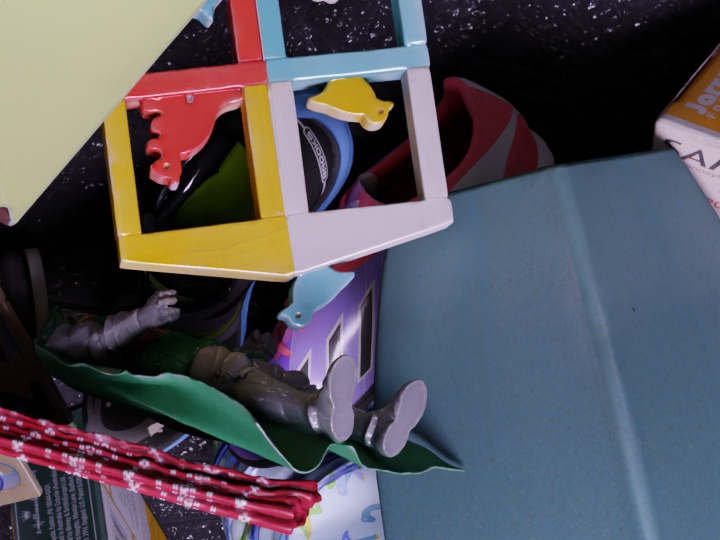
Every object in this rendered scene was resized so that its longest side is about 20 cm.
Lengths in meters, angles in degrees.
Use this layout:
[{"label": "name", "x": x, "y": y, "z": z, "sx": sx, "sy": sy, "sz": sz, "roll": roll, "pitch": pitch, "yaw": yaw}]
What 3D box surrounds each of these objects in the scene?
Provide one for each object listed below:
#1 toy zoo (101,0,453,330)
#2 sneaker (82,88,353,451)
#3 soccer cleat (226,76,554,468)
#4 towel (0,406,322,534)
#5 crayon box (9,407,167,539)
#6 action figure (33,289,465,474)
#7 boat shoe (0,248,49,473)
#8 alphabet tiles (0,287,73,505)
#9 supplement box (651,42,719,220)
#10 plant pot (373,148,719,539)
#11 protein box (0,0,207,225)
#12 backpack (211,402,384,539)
[{"label": "toy zoo", "x": -0.038, "y": -0.077, "z": 0.799, "sx": 0.130, "sy": 0.202, "sz": 0.020, "roll": -6, "pitch": 173, "yaw": -9}, {"label": "sneaker", "x": -0.078, "y": 0.002, "z": 0.911, "sx": 0.082, "sy": 0.071, "sz": 0.200, "roll": -15, "pitch": 143, "yaw": -56}, {"label": "soccer cleat", "x": 0.000, "y": 0.000, "z": 0.924, "sx": 0.200, "sy": 0.068, "sz": 0.073, "roll": -47, "pitch": 135, "yaw": 1}, {"label": "towel", "x": -0.112, "y": 0.071, "z": 0.838, "sx": 0.198, "sy": 0.023, "sz": 0.145, "roll": 15, "pitch": 173, "yaw": 0}, {"label": "crayon box", "x": -0.116, "y": 0.182, "z": 1.043, "sx": 0.051, "sy": 0.126, "sz": 0.201, "roll": -20, "pitch": 134, "yaw": 4}, {"label": "action figure", "x": -0.066, "y": 0.042, "z": 0.828, "sx": 0.118, "sy": 0.199, "sz": 0.055, "roll": 24, "pitch": 80, "yaw": -47}, {"label": "boat shoe", "x": -0.189, "y": 0.068, "z": 0.956, "sx": 0.062, "sy": 0.073, "sz": 0.201, "roll": 4, "pitch": 135, "yaw": -23}, {"label": "alphabet tiles", "x": -0.234, "y": 0.050, "z": 0.917, "sx": 0.198, "sy": 0.006, "sz": 0.167, "roll": -15, "pitch": 120, "yaw": 20}, {"label": "supplement box", "x": 0.183, "y": -0.013, "z": 0.942, "sx": 0.073, "sy": 0.126, "sz": 0.201, "roll": 23, "pitch": 138, "yaw": 23}, {"label": "plant pot", "x": 0.092, "y": 0.059, "z": 0.843, "sx": 0.141, "sy": 0.202, "sz": 0.141, "roll": -12, "pitch": 179, "yaw": 41}, {"label": "protein box", "x": -0.120, "y": -0.168, "z": 0.667, "sx": 0.134, "sy": 0.201, "sz": 0.199, "roll": 27, "pitch": 120, "yaw": -34}, {"label": "backpack", "x": 0.025, "y": 0.087, "z": 1.000, "sx": 0.198, "sy": 0.155, "sz": 0.164, "roll": -4, "pitch": 139, "yaw": 3}]
